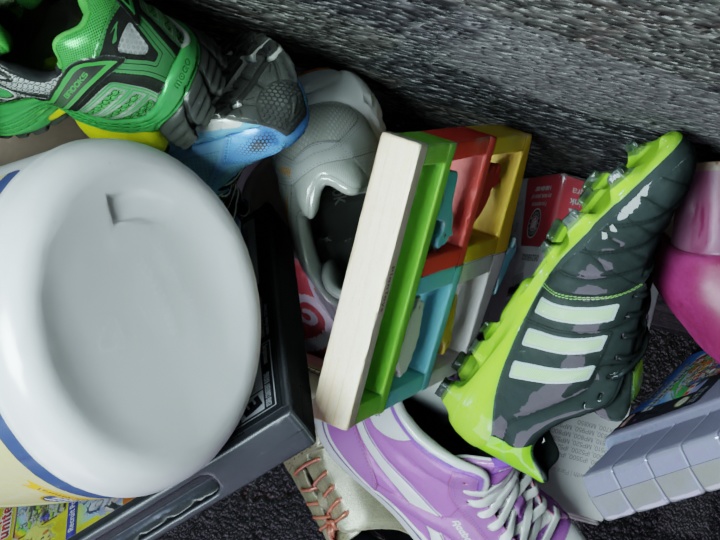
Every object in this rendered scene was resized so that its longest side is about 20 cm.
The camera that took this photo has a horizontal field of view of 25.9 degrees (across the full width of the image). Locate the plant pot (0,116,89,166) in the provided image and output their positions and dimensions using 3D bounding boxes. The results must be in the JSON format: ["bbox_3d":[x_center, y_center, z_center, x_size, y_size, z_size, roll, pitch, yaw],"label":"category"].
[{"bbox_3d":[-0.225,-0.072,0.885,0.172,0.203,0.200,-5,180,-6],"label":"plant pot"}]

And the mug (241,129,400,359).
[{"bbox_3d":[0.008,0.020,0.987,0.132,0.202,0.178,13,-139,19],"label":"mug"}]

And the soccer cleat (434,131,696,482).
[{"bbox_3d":[0.111,0.020,0.741,0.081,0.201,0.068,35,-144,3],"label":"soccer cleat"}]

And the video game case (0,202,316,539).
[{"bbox_3d":[-0.107,0.065,0.756,0.026,0.180,0.201,53,-168,-27],"label":"video game case"}]

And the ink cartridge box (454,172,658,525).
[{"bbox_3d":[0.121,0.047,1.008,0.082,0.202,0.147,14,178,-10],"label":"ink cartridge box"}]

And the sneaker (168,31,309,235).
[{"bbox_3d":[-0.075,-0.048,0.759,0.090,0.078,0.199,50,149,-13],"label":"sneaker"}]

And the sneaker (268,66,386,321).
[{"bbox_3d":[0.000,0.000,0.797,0.075,0.093,0.201,-18,133,10],"label":"sneaker"}]

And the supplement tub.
[{"bbox_3d":[-0.156,0.030,0.680,0.198,0.146,0.144,-11,162,40],"label":"supplement tub"}]

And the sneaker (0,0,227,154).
[{"bbox_3d":[-0.149,-0.108,0.691,0.198,0.079,0.085,11,161,41],"label":"sneaker"}]

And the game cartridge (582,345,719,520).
[{"bbox_3d":[0.201,0.047,0.755,0.129,0.039,0.199,-22,-172,44],"label":"game cartridge"}]

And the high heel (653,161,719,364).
[{"bbox_3d":[0.161,0.001,0.803,0.066,0.098,0.200,-1,178,1],"label":"high heel"}]

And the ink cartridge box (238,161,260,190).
[{"bbox_3d":[-0.009,-0.010,1.208,0.198,0.148,0.084,15,180,0],"label":"ink cartridge box"}]

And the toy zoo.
[{"bbox_3d":[0.039,-0.005,0.762,0.020,0.133,0.200,19,-166,19],"label":"toy zoo"}]

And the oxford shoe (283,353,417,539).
[{"bbox_3d":[-0.009,0.117,0.911,0.199,0.075,0.070,37,141,-8],"label":"oxford shoe"}]

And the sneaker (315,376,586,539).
[{"bbox_3d":[0.073,0.125,0.858,0.200,0.073,0.114,37,154,-20],"label":"sneaker"}]
